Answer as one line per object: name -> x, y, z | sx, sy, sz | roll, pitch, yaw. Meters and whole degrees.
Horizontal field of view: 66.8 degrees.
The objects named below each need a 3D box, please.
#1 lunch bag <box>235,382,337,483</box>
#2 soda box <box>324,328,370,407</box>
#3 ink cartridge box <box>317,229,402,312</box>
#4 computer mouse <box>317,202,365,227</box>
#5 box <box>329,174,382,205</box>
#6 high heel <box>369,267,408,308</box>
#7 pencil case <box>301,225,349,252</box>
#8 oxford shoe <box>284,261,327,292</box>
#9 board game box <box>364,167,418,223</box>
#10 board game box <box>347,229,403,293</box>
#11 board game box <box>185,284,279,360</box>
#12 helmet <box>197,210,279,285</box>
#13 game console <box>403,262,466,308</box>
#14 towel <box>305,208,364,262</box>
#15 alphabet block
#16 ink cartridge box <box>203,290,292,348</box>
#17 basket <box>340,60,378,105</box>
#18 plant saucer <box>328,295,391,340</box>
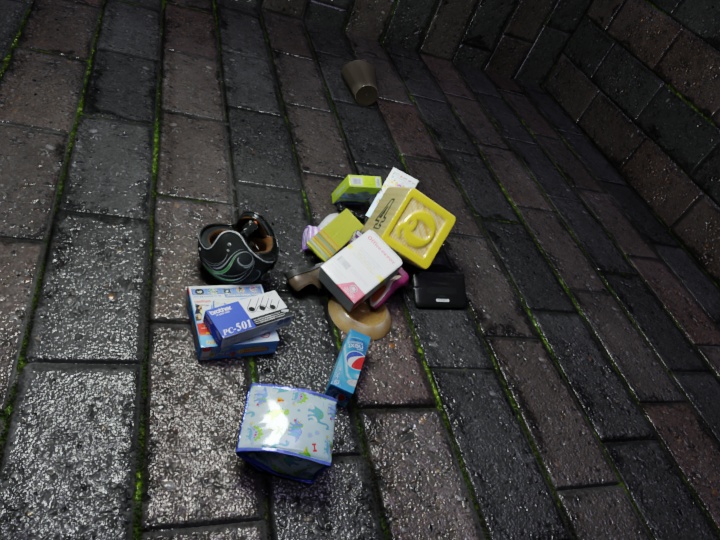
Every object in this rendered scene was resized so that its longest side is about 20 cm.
lunch bag -> -0.166, 0.350, 1.200 | 0.200, 0.127, 0.170 | 23, 39, -19
soda box -> -0.033, 0.250, 1.421 | 0.064, 0.068, 0.200 | 24, 40, -3
ink cartridge box -> 0.000, 0.000, 1.577 | 0.200, 0.083, 0.145 | -38, 77, -24
computer mouse -> -0.072, -0.172, 1.873 | 0.110, 0.044, 0.200 | 36, 41, 10
box -> -0.020, -0.277, 1.920 | 0.122, 0.200, 0.048 | -1, 77, -22
high heel -> 0.096, 0.067, 1.657 | 0.200, 0.067, 0.096 | -54, 126, -36
pencil case -> -0.088, -0.089, 1.753 | 0.200, 0.084, 0.086 | 8, 76, -19
oxford shoe -> -0.132, 0.025, 1.625 | 0.200, 0.073, 0.085 | -17, 79, -42
board game box -> 0.108, -0.239, 1.914 | 0.105, 0.103, 0.200 | 30, 80, 4
board game box -> 0.041, -0.024, 1.716 | 0.200, 0.032, 0.120 | 37, 47, -20
board game box -> -0.332, 0.127, 1.405 | 0.200, 0.056, 0.196 | -1, 47, -29
helmet -> -0.340, -0.054, 1.493 | 0.200, 0.191, 0.200 | 40, 36, -37
game console -> 0.236, 0.048, 1.821 | 0.200, 0.116, 0.176 | 2, 75, -25
towel -> -0.078, -0.110, 1.708 | 0.086, 0.018, 0.200 | 47, 57, -2
alphabet block -> 0.148, -0.140, 1.753 | 0.195, 0.197, 0.200 | 30, -1, -22
ink cartridge box -> -0.278, 0.119, 1.363 | 0.200, 0.044, 0.094 | -17, 54, -39
basket -> 0.011, -0.899, 2.635 | 0.180, 0.136, 0.200 | 2, 49, -21
plant saucer -> 0.005, 0.117, 1.610 | 0.200, 0.035, 0.200 | 15, 41, -13
